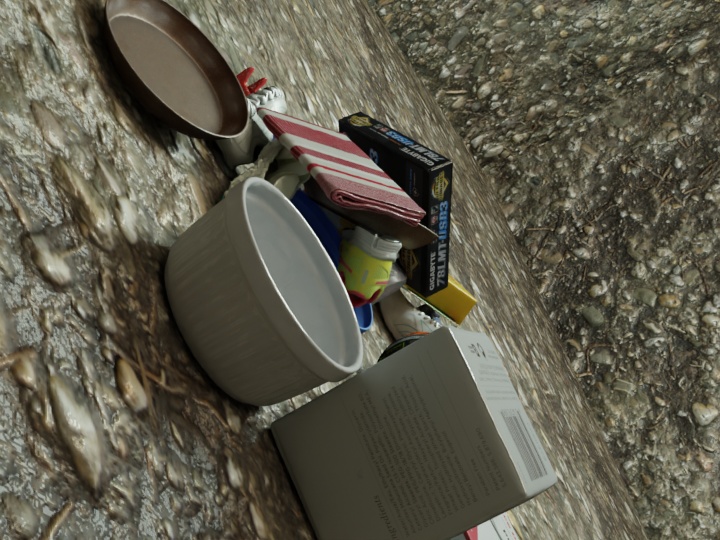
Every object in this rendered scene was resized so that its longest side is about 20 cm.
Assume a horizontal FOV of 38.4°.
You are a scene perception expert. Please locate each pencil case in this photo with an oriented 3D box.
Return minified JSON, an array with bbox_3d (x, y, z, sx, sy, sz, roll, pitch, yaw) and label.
[{"bbox_3d":[-0.011,-0.049,1.434,0.202,0.082,0.091,63,-5,6],"label":"pencil case"}]

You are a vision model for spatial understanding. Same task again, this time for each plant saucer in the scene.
[{"bbox_3d":[-0.202,-0.215,1.111,0.200,0.034,0.202,41,26,-25],"label":"plant saucer"},{"bbox_3d":[0.004,-0.073,1.304,0.198,0.037,0.200,27,1,0],"label":"plant saucer"}]

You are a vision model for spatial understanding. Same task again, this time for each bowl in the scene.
[{"bbox_3d":[-0.052,-0.007,1.292,0.202,0.039,0.201,55,15,-22],"label":"bowl"}]

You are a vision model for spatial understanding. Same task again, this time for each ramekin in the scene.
[{"bbox_3d":[-0.091,0.028,0.949,0.201,0.104,0.201,55,15,-21],"label":"ramekin"}]

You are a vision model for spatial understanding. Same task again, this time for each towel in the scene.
[{"bbox_3d":[-0.027,-0.121,1.197,0.143,0.023,0.200,14,25,-41],"label":"towel"}]

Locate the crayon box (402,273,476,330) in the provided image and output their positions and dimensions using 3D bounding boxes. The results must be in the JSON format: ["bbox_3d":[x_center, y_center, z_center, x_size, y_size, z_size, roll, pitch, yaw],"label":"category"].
[{"bbox_3d":[0.098,0.012,1.585,0.126,0.051,0.200,35,7,-27],"label":"crayon box"}]

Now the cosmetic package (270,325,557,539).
[{"bbox_3d":[0.054,0.174,0.981,0.167,0.198,0.165,65,15,15],"label":"cosmetic package"}]

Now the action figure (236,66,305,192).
[{"bbox_3d":[-0.093,-0.194,1.406,0.065,0.098,0.203,23,42,-65],"label":"action figure"}]

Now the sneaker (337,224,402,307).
[{"bbox_3d":[0.000,0.000,1.261,0.077,0.092,0.200,20,-3,2],"label":"sneaker"}]

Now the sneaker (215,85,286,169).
[{"bbox_3d":[-0.136,-0.176,1.280,0.082,0.074,0.200,66,21,-10],"label":"sneaker"}]

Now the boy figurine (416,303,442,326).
[{"bbox_3d":[0.135,0.153,1.597,0.124,0.064,0.203,30,34,-65],"label":"boy figurine"}]

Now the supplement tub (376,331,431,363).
[{"bbox_3d":[0.070,0.154,1.240,0.124,0.121,0.200,57,15,-12],"label":"supplement tub"}]

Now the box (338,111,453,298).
[{"bbox_3d":[0.046,-0.094,1.440,0.198,0.049,0.203,35,-42,41],"label":"box"}]

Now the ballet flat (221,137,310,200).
[{"bbox_3d":[-0.092,-0.102,1.188,0.072,0.071,0.201,56,30,-16],"label":"ballet flat"}]

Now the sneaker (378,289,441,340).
[{"bbox_3d":[0.091,0.094,1.526,0.203,0.080,0.070,63,16,15],"label":"sneaker"}]

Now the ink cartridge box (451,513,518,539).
[{"bbox_3d":[0.121,0.321,1.176,0.149,0.082,0.200,64,15,15],"label":"ink cartridge box"}]
